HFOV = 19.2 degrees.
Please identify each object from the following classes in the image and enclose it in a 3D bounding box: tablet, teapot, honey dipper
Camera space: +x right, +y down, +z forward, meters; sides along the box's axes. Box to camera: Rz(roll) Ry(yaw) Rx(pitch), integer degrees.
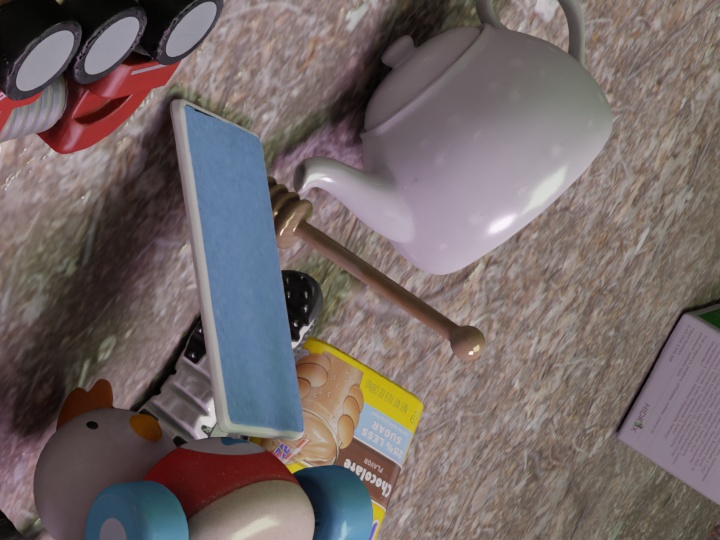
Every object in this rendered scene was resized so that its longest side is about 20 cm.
[{"bbox_3d":[-0.075,0.002,1.300,0.130,0.014,0.201,19,61,-69],"label":"tablet"},{"bbox_3d":[0.072,-0.107,1.494,0.197,0.146,0.200,-37,-171,20],"label":"teapot"},{"bbox_3d":[0.000,0.000,1.386,0.038,0.200,0.038,-46,159,-24],"label":"honey dipper"}]

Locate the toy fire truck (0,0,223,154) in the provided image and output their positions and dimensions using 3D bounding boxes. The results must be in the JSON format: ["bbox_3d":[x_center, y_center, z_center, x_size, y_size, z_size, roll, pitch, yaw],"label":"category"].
[{"bbox_3d":[-0.170,-0.070,1.033,0.200,0.129,0.176,-55,164,29],"label":"toy fire truck"}]

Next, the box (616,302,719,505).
[{"bbox_3d":[0.474,0.168,2.765,0.199,0.171,0.201,-10,130,-64],"label":"box"}]

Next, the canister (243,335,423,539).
[{"bbox_3d":[-0.045,0.162,1.561,0.148,0.086,0.201,32,71,-36],"label":"canister"}]

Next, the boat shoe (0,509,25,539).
[{"bbox_3d":[-0.277,0.203,1.237,0.200,0.071,0.072,-47,158,-26],"label":"boat shoe"}]

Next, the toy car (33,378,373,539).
[{"bbox_3d":[-0.133,0.135,1.295,0.184,0.200,0.177,0,133,-46],"label":"toy car"}]

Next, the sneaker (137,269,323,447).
[{"bbox_3d":[-0.097,0.084,1.491,0.200,0.066,0.091,-50,162,-7],"label":"sneaker"}]
